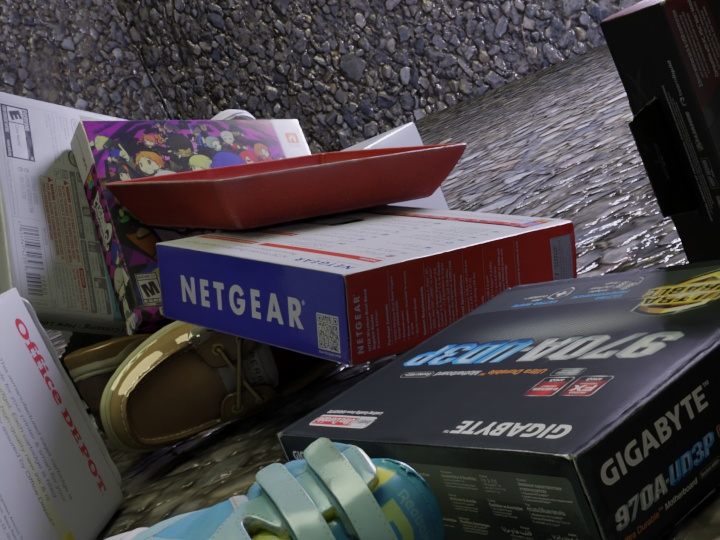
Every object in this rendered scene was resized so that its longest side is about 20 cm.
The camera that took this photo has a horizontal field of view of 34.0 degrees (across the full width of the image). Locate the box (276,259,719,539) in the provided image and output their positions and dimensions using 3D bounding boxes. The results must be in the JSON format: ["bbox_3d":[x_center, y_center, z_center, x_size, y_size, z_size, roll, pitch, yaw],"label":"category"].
[{"bbox_3d":[0.079,0.052,0.484,0.158,0.047,0.199,-30,11,-30],"label":"box"}]

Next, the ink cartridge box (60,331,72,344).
[{"bbox_3d":[-0.207,0.033,1.236,0.198,0.084,0.146,-14,14,47],"label":"ink cartridge box"}]

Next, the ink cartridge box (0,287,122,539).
[{"bbox_3d":[-0.213,0.110,0.608,0.082,0.147,0.200,-23,8,10],"label":"ink cartridge box"}]

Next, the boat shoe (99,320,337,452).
[{"bbox_3d":[-0.077,0.057,0.772,0.199,0.075,0.066,-30,16,-35],"label":"boat shoe"}]

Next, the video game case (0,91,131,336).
[{"bbox_3d":[-0.200,-0.040,0.918,0.180,0.202,0.022,9,-37,-38],"label":"video game case"}]

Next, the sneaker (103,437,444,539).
[{"bbox_3d":[-0.033,0.108,0.353,0.129,0.080,0.200,-25,10,2],"label":"sneaker"}]

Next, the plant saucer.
[{"bbox_3d":[-0.055,-0.059,0.841,0.197,0.037,0.199,-12,8,-32],"label":"plant saucer"}]

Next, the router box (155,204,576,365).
[{"bbox_3d":[0.000,0.000,0.720,0.178,0.050,0.199,-13,13,-37],"label":"router box"}]

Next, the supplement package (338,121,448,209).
[{"bbox_3d":[-0.032,-0.039,1.082,0.198,0.119,0.117,-19,8,30],"label":"supplement package"}]

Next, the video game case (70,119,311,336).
[{"bbox_3d":[-0.110,-0.039,0.926,0.197,0.183,0.036,-4,-31,-33],"label":"video game case"}]

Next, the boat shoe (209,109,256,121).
[{"bbox_3d":[-0.148,-0.055,1.030,0.200,0.070,0.066,-47,39,-12],"label":"boat shoe"}]

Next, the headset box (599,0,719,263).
[{"bbox_3d":[0.224,-0.090,0.590,0.198,0.150,0.075,-24,9,-10],"label":"headset box"}]

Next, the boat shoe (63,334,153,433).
[{"bbox_3d":[-0.143,0.082,0.842,0.072,0.066,0.200,-14,-7,20],"label":"boat shoe"}]

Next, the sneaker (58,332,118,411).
[{"bbox_3d":[-0.236,0.072,1.070,0.198,0.089,0.076,-20,9,23],"label":"sneaker"}]
